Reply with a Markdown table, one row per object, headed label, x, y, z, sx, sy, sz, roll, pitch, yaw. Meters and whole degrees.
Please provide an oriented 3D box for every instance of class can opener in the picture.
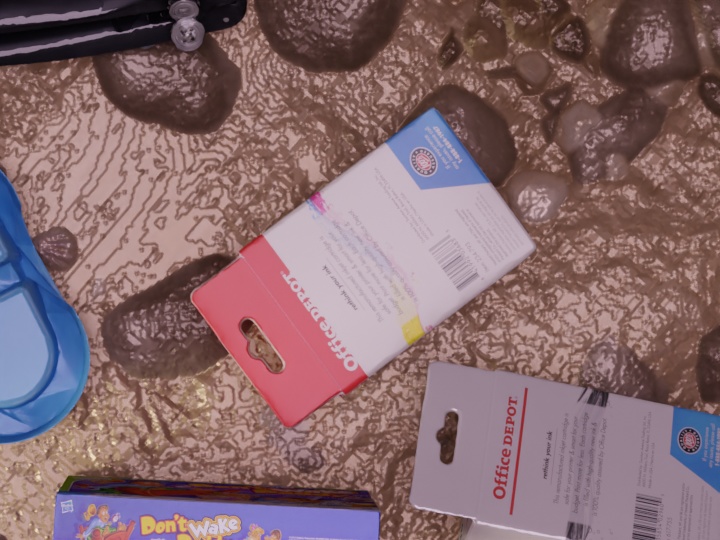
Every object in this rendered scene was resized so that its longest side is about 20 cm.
| label | x | y | z | sx | sy | sz | roll | pitch | yaw |
| --- | --- | --- | --- | --- | --- | --- | --- | --- | --- |
| can opener | -0.171 | -0.165 | 1.732 | 0.200 | 0.079 | 0.063 | -16 | 130 | 0 |

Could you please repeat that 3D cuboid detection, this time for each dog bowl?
| label | x | y | z | sx | sy | sz | roll | pitch | yaw |
| --- | --- | --- | --- | --- | --- | --- | --- | --- | --- |
| dog bowl | -0.250 | 0.015 | 1.725 | 0.111 | 0.050 | 0.200 | -27 | 91 | -3 |

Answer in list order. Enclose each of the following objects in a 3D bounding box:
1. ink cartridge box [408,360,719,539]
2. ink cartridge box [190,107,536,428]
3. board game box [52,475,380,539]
| label | x | y | z | sx | sy | sz | roll | pitch | yaw |
| --- | --- | --- | --- | --- | --- | --- | --- | --- | --- |
| ink cartridge box | 0.129 | 0.138 | 1.715 | 0.200 | 0.068 | 0.116 | 12 | 56 | -3 |
| ink cartridge box | 0.000 | 0.000 | 1.730 | 0.200 | 0.067 | 0.116 | -36 | 92 | -3 |
| board game box | -0.091 | 0.162 | 1.692 | 0.200 | 0.134 | 0.045 | 3 | 90 | -4 |
